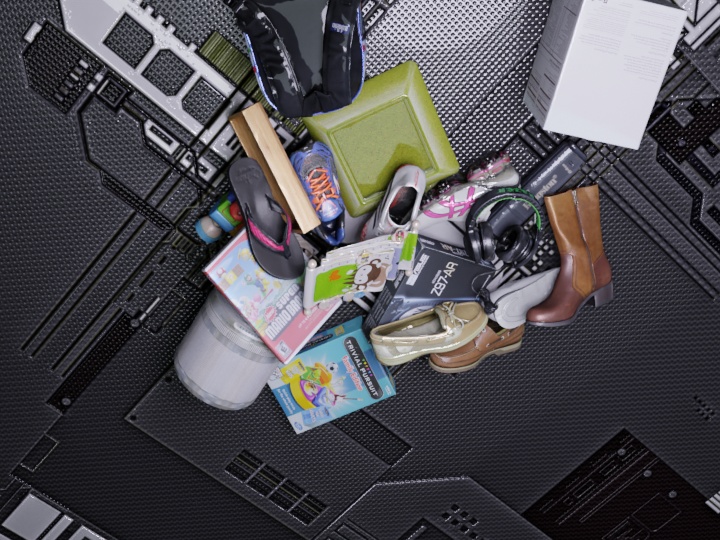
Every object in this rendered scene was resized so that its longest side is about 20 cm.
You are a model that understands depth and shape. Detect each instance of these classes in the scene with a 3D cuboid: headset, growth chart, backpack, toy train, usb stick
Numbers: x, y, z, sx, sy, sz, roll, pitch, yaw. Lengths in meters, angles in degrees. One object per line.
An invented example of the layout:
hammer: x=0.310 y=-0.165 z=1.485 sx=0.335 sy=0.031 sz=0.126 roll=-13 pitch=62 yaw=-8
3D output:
headset: x=0.221 y=-0.032 z=1.423 sx=0.122 sy=0.094 sz=0.202 roll=7 pitch=124 yaw=-11
growth chart: x=0.000 y=0.000 z=1.386 sx=0.198 sy=0.018 sz=0.146 roll=-20 pitch=144 yaw=-12
backpack: x=-0.076 y=-0.322 z=1.290 sx=0.197 sy=0.154 sz=0.193 roll=-5 pitch=109 yaw=7
toy train: x=-0.167 y=-0.043 z=1.469 sx=0.115 sy=0.085 sz=0.200 roll=-33 pitch=115 yaw=26
usb stick: x=0.282 y=-0.128 z=1.468 sx=0.055 sy=0.033 sz=0.200 roll=39 pitch=108 yaw=-19

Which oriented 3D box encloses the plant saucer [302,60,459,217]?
plant saucer: x=0.035 y=-0.194 z=1.415 sx=0.198 sy=0.048 sz=0.201 roll=-23 pitch=115 yaw=9

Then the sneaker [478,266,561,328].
sneaker: x=0.297 y=0.034 z=1.533 sx=0.197 sy=0.080 sz=0.077 roll=-15 pitch=104 yaw=-17

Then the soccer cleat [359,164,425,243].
soccer cleat: x=0.047 y=-0.071 z=1.404 sx=0.068 sy=0.085 sz=0.202 roll=22 pitch=118 yaw=-8

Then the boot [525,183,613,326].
boot: x=0.328 y=-0.024 z=1.455 sx=0.186 sy=0.068 sz=0.203 roll=-19 pitch=107 yaw=-19

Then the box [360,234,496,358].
box: x=0.114 y=0.048 z=1.520 sx=0.159 sy=0.044 sz=0.201 roll=16 pitch=116 yaw=-30

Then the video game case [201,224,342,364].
video game case: x=-0.133 y=0.025 z=1.398 sx=0.143 sy=0.017 sz=0.201 roll=-47 pitch=111 yaw=-23

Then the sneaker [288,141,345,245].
sneaker: x=-0.055 y=-0.118 z=1.398 sx=0.075 sy=0.079 sz=0.201 roll=-27 pitch=140 yaw=-6

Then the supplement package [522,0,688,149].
supplement package: x=0.347 y=-0.308 z=1.315 sx=0.150 sy=0.151 sz=0.202 roll=10 pitch=116 yaw=-8

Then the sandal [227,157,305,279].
sandal: x=-0.140 y=-0.074 z=1.358 sx=0.075 sy=0.045 sz=0.202 roll=-31 pitch=104 yaw=-28

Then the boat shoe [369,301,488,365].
boat shoe: x=0.113 y=0.093 z=1.478 sx=0.198 sy=0.074 sz=0.064 roll=-17 pitch=133 yaw=0

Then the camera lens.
camera lens: x=-0.205 y=0.117 z=1.497 sx=0.159 sy=0.161 sz=0.201 roll=28 pitch=112 yaw=-16

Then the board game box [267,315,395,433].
board game box: x=-0.057 y=0.187 z=1.603 sx=0.198 sy=0.047 sz=0.152 roll=-23 pitch=115 yaw=9

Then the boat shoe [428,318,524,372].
boat shoe: x=0.196 y=0.112 z=1.533 sx=0.198 sy=0.072 sz=0.069 roll=-18 pitch=130 yaw=-34

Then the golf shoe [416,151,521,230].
golf shoe: x=0.165 y=-0.106 z=1.445 sx=0.198 sy=0.073 sz=0.093 roll=-28 pitch=104 yaw=12

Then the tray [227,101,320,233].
tray: x=-0.132 y=-0.154 z=1.376 sx=0.037 sy=0.098 sz=0.202 roll=-31 pitch=104 yaw=-16
